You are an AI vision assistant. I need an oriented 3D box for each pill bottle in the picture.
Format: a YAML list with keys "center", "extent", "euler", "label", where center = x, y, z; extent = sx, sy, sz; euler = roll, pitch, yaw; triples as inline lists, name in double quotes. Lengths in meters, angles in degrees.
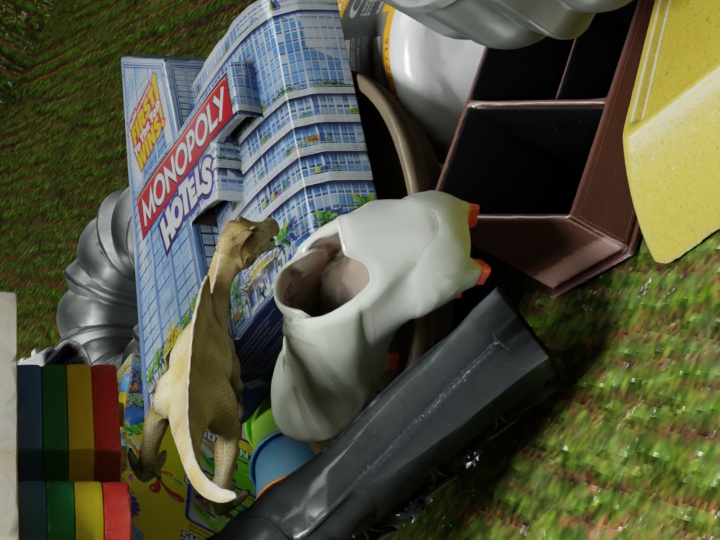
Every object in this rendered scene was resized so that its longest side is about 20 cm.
- center: [0.044, -0.115, 1.310]
  extent: [0.117, 0.116, 0.200]
  euler: [-64, 17, -5]
  label: "pill bottle"

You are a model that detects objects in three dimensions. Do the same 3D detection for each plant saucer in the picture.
- center: [0.180, -0.128, 1.043]
  extent: [0.200, 0.048, 0.201]
  euler: [-40, 28, 52]
  label: "plant saucer"
- center: [0.000, 0.000, 1.234]
  extent: [0.200, 0.029, 0.201]
  euler: [179, 90, -66]
  label: "plant saucer"

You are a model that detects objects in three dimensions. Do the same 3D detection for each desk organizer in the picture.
- center: [0.105, -0.098, 1.166]
  extent: [0.072, 0.077, 0.201]
  euler: [-33, 33, 58]
  label: "desk organizer"

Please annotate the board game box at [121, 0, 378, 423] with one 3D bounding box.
- center: [-0.067, -0.052, 1.270]
  extent: [0.200, 0.061, 0.201]
  euler: [129, 135, -52]
  label: "board game box"

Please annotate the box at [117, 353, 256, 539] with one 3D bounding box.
- center: [-0.130, 0.191, 1.336]
  extent: [0.200, 0.122, 0.193]
  euler: [-54, 18, 27]
  label: "box"

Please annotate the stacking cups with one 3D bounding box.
- center: [-0.031, 0.110, 1.282]
  extent: [0.061, 0.060, 0.200]
  euler: [-55, 19, 23]
  label: "stacking cups"

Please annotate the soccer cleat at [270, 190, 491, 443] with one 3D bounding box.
- center: [-0.012, 0.020, 1.127]
  extent: [0.200, 0.077, 0.070]
  euler: [129, 136, -53]
  label: "soccer cleat"

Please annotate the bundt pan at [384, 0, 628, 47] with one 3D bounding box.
- center: [0.087, -0.184, 1.102]
  extent: [0.201, 0.076, 0.203]
  euler: [-28, 44, 31]
  label: "bundt pan"

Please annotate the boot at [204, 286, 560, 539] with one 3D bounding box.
- center: [0.001, 0.093, 1.126]
  extent: [0.200, 0.066, 0.165]
  euler: [-46, 3, -3]
  label: "boot"

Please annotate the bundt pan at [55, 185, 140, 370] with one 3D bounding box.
- center: [-0.132, 0.030, 1.564]
  extent: [0.202, 0.076, 0.203]
  euler: [-23, 62, 52]
  label: "bundt pan"

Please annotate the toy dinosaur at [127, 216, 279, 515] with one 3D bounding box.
- center: [-0.073, 0.056, 1.080]
  extent: [0.200, 0.058, 0.101]
  euler: [-84, 1, -51]
  label: "toy dinosaur"

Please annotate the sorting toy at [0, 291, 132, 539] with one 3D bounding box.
- center: [-0.138, 0.144, 1.090]
  extent: [0.199, 0.069, 0.201]
  euler: [-104, 17, -59]
  label: "sorting toy"

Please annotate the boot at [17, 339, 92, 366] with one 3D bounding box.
- center: [-0.178, 0.076, 1.355]
  extent: [0.096, 0.073, 0.200]
  euler: [-51, 26, 15]
  label: "boot"
